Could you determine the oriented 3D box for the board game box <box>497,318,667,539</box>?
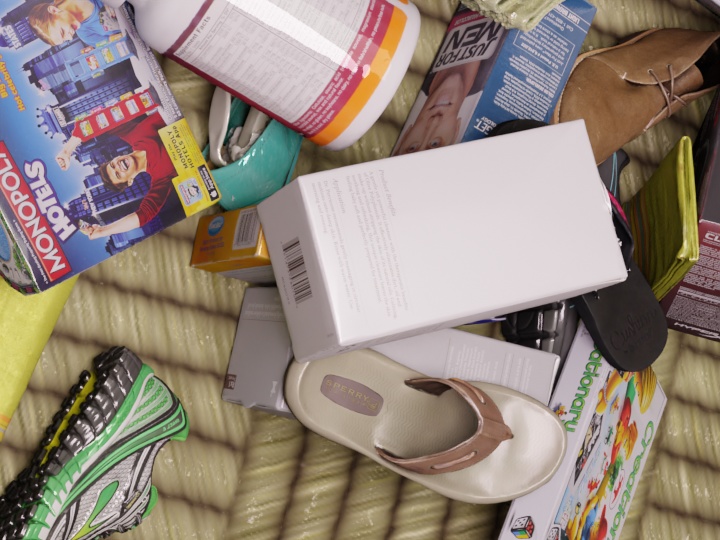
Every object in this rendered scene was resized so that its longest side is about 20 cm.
[{"bbox_3d":[0.157,0.144,1.329,0.201,0.034,0.126,-66,148,-23],"label":"board game box"}]

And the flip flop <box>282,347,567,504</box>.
[{"bbox_3d":[0.046,0.095,1.199,0.199,0.058,0.081,23,80,-23],"label":"flip flop"}]

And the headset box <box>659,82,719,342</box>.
[{"bbox_3d":[0.270,-0.056,1.327,0.077,0.200,0.150,14,67,5],"label":"headset box"}]

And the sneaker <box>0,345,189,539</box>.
[{"bbox_3d":[-0.174,0.151,1.192,0.085,0.078,0.200,39,71,-20],"label":"sneaker"}]

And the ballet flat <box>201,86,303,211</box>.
[{"bbox_3d":[-0.055,-0.134,1.266,0.070,0.067,0.201,31,75,-41],"label":"ballet flat"}]

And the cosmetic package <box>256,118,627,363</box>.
[{"bbox_3d":[0.051,-0.018,1.165,0.199,0.085,0.108,-11,84,-23],"label":"cosmetic package"}]

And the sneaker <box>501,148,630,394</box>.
[{"bbox_3d":[0.155,-0.008,1.363,0.079,0.075,0.201,12,81,-28],"label":"sneaker"}]

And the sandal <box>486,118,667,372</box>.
[{"bbox_3d":[0.155,-0.021,1.271,0.075,0.045,0.200,-40,104,-23],"label":"sandal"}]

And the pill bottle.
[{"bbox_3d":[-0.071,-0.167,1.177,0.199,0.109,0.110,29,75,-17],"label":"pill bottle"}]

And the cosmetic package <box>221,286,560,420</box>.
[{"bbox_3d":[0.019,0.072,1.276,0.199,0.107,0.091,18,82,-26],"label":"cosmetic package"}]

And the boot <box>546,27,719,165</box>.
[{"bbox_3d":[0.201,-0.131,1.353,0.200,0.075,0.074,-38,115,-45],"label":"boot"}]

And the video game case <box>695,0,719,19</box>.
[{"bbox_3d":[0.272,-0.193,1.377,0.199,0.182,0.022,32,101,-21],"label":"video game case"}]

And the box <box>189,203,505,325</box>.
[{"bbox_3d":[0.000,0.000,1.263,0.199,0.119,0.042,13,81,-25],"label":"box"}]

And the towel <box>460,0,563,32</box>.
[{"bbox_3d":[0.088,-0.248,1.302,0.148,0.037,0.200,-35,58,-22],"label":"towel"}]

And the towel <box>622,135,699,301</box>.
[{"bbox_3d":[0.206,-0.027,1.324,0.018,0.200,0.087,-3,78,-3],"label":"towel"}]

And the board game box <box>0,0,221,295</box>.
[{"bbox_3d":[-0.215,-0.091,1.169,0.199,0.062,0.201,-29,97,-35],"label":"board game box"}]

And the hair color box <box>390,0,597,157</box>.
[{"bbox_3d":[0.081,-0.105,1.318,0.060,0.100,0.201,29,75,-23],"label":"hair color box"}]

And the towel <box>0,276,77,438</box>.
[{"bbox_3d":[-0.247,0.053,1.190,0.086,0.018,0.201,31,73,-26],"label":"towel"}]
